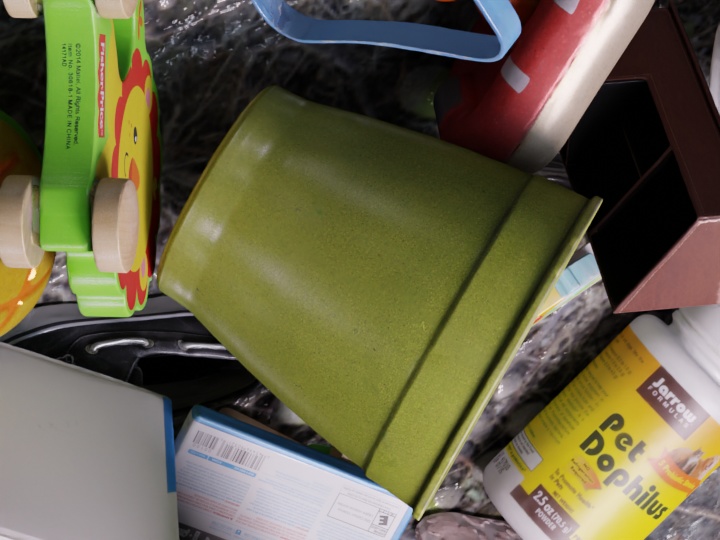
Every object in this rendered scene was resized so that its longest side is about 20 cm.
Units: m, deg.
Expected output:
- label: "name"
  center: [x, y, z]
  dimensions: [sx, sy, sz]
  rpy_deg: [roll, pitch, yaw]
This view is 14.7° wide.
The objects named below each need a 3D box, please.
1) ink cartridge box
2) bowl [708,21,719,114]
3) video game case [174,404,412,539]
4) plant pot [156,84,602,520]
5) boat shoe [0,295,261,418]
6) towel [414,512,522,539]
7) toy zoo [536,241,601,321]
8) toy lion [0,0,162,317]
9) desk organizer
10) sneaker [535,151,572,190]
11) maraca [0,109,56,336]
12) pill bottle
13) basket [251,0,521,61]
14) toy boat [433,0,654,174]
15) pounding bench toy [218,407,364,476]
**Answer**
- label: "ink cartridge box"
  center: [-0.207, 0.165, 1.549]
  dimensions: [0.144, 0.148, 0.200]
  rpy_deg: [19, 127, -23]
- label: "bowl"
  center: [0.255, -0.099, 1.652]
  dimensions: [0.090, 0.202, 0.202]
  rpy_deg: [4, 137, 13]
- label: "video game case"
  center: [-0.074, 0.186, 1.606]
  dimensions: [0.143, 0.018, 0.201]
  rpy_deg: [22, 110, -17]
- label: "plant pot"
  center: [0.000, 0.000, 1.520]
  dimensions: [0.201, 0.192, 0.200]
  rpy_deg: [-59, 177, -6]
- label: "boat shoe"
  center: [-0.149, 0.064, 1.609]
  dimensions: [0.199, 0.068, 0.072]
  rpy_deg: [-8, 130, -30]
- label: "towel"
  center: [0.155, 0.236, 1.880]
  dimensions: [0.190, 0.200, 0.032]
  rpy_deg: [6, 122, -40]
- label: "toy zoo"
  center: [0.112, 0.016, 1.702]
  dimensions: [0.131, 0.021, 0.200]
  rpy_deg: [-34, 176, -6]
- label: "toy lion"
  center: [-0.134, -0.076, 1.447]
  dimensions: [0.068, 0.192, 0.201]
  rpy_deg: [1, 94, 8]
- label: "desk organizer"
  center: [0.164, -0.067, 1.612]
  dimensions: [0.077, 0.201, 0.072]
  rpy_deg: [-5, 132, -8]
- label: "sneaker"
  center: [0.056, -0.017, 1.673]
  dimensions: [0.200, 0.084, 0.077]
  rpy_deg: [-35, 138, -4]
- label: "maraca"
  center: [-0.231, -0.036, 1.435]
  dimensions: [0.137, 0.107, 0.200]
  rpy_deg: [-51, 132, -14]
- label: "pill bottle"
  center: [0.184, 0.107, 1.855]
  dimensions: [0.200, 0.109, 0.109]
  rpy_deg: [-45, 138, 7]
- label: "basket"
  center: [-0.023, -0.185, 1.390]
  dimensions: [0.139, 0.176, 0.200]
  rpy_deg: [-52, 130, -28]
- label: "toy boat"
  center: [0.082, -0.160, 1.559]
  dimensions: [0.130, 0.131, 0.201]
  rpy_deg: [26, 112, -15]
- label: "pounding bench toy"
  center: [-0.040, 0.154, 1.692]
  dimensions: [0.124, 0.156, 0.200]
  rpy_deg: [28, 109, -18]
